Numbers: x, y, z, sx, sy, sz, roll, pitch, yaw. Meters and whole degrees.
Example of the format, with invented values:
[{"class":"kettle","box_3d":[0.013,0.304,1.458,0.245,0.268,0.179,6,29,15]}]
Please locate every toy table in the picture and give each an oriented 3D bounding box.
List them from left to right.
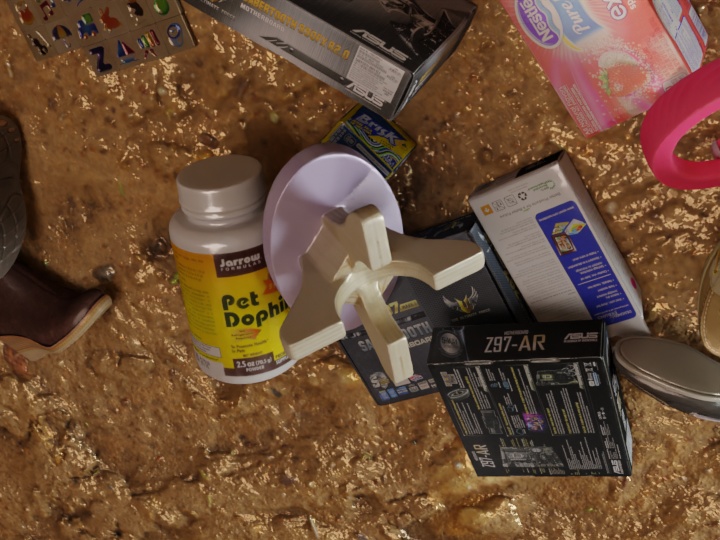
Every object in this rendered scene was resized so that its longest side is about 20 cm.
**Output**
[{"class":"toy table","box_3d":[0.000,0.000,0.849,0.117,0.184,0.200,50,172,46]}]

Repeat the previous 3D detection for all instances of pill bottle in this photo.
[{"class":"pill bottle","box_3d":[-0.116,-0.002,0.927,0.109,0.109,0.200,7,123,22]}]

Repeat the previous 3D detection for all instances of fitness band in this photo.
[{"class":"fitness band","box_3d":[0.299,-0.122,0.710,0.200,0.037,0.144,-25,152,19]}]

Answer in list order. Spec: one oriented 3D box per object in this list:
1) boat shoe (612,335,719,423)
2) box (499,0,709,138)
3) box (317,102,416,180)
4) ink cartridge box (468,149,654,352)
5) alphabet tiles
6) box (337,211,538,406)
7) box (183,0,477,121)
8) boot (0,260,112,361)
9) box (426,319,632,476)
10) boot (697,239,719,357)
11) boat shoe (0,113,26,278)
[{"class":"boat shoe","box_3d":[0.314,0.112,0.879,0.200,0.067,0.057,14,130,-2]},{"class":"box","box_3d":[0.166,-0.215,0.734,0.095,0.103,0.200,-24,111,36]},{"class":"box","box_3d":[-0.039,-0.072,0.955,0.070,0.064,0.200,44,129,-4]},{"class":"ink cartridge box","box_3d":[0.188,-0.004,0.906,0.095,0.037,0.200,-22,106,34]},{"class":"alphabet tiles","box_3d":[-0.272,-0.275,0.977,0.200,0.008,0.167,-8,116,30]},{"class":"box","box_3d":[0.066,0.043,0.985,0.200,0.051,0.158,-18,110,33]},{"class":"box","box_3d":[-0.022,-0.216,0.794,0.200,0.158,0.048,32,131,5]},{"class":"boot","box_3d":[-0.404,0.022,1.188,0.200,0.072,0.166,-25,109,39]},{"class":"box","box_3d":[0.167,0.128,0.945,0.160,0.044,0.200,-5,137,22]},{"class":"boot","box_3d":[0.311,0.021,0.783,0.073,0.155,0.200,22,128,12]},{"class":"boat shoe","box_3d":[-0.429,-0.083,1.126,0.072,0.076,0.200,16,105,28]}]
